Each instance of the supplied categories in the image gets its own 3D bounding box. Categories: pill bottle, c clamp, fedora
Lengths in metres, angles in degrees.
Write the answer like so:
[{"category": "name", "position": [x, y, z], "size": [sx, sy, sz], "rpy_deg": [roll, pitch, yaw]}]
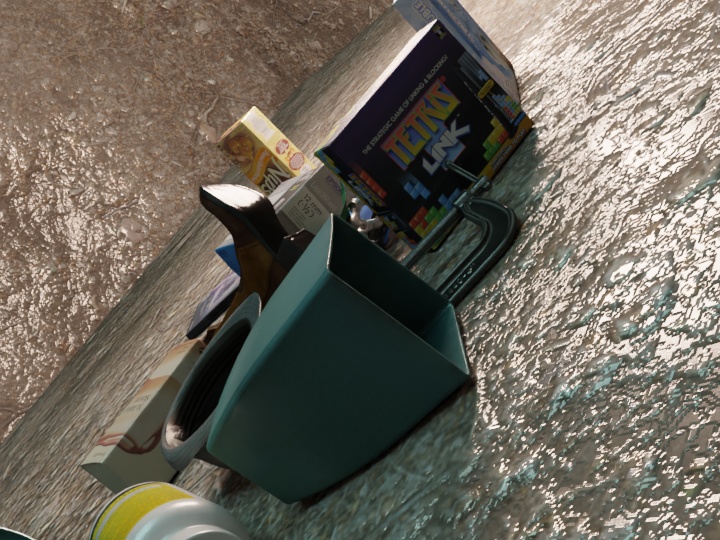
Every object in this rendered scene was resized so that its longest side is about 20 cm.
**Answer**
[{"category": "pill bottle", "position": [-0.151, 0.237, 0.730], "size": [0.111, 0.111, 0.200], "rpy_deg": [-53, 16, -22]}, {"category": "c clamp", "position": [0.076, -0.016, 0.894], "size": [0.200, 0.027, 0.171], "rpy_deg": [-49, 32, -7]}, {"category": "fedora", "position": [-0.122, 0.131, 0.933], "size": [0.200, 0.090, 0.177], "rpy_deg": [-53, 21, 14]}]

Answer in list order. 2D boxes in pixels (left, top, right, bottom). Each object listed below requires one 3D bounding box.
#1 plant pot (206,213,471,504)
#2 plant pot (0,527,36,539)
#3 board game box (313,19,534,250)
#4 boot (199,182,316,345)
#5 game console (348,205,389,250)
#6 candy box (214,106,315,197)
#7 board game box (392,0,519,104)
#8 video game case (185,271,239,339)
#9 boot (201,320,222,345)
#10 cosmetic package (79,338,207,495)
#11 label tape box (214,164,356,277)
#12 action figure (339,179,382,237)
[{"category": "plant pot", "position": [-0.031, 0.087, 0.760], "size": [0.200, 0.141, 0.141], "rpy_deg": [-50, 14, 17]}, {"category": "plant pot", "position": [-0.447, 0.398, 1.016], "size": [0.200, 0.200, 0.134], "rpy_deg": [-118, 45, -74]}, {"category": "board game box", "position": [0.074, -0.148, 0.999], "size": [0.200, 0.165, 0.057], "rpy_deg": [-52, 16, -16]}, {"category": "boot", "position": [-0.133, 0.019, 1.013], "size": [0.068, 0.188, 0.200], "rpy_deg": [-32, -30, -59]}, {"category": "game console", "position": [-0.039, -0.074, 1.181], "size": [0.200, 0.118, 0.171], "rpy_deg": [-156, 82, -73]}, {"category": "candy box", "position": [-0.172, -0.208, 1.730], "size": [0.115, 0.200, 0.055], "rpy_deg": [-26, 24, 52]}, {"category": "board game box", "position": [0.129, -0.312, 1.195], "size": [0.043, 0.200, 0.199], "rpy_deg": [-38, 18, 23]}, {"category": "video game case", "position": [-0.239, 0.031, 1.655], "size": [0.200, 0.019, 0.143], "rpy_deg": [-43, 16, 15]}, {"category": "boot", "position": [-0.163, 0.071, 1.247], "size": [0.200, 0.075, 0.097], "rpy_deg": [-25, 29, 57]}, {"category": "cosmetic package", "position": [-0.254, 0.194, 1.156], "size": [0.103, 0.087, 0.200], "rpy_deg": [-22, 28, 54]}, {"category": "label tape box", "position": [-0.077, -0.078, 1.128], "size": [0.200, 0.066, 0.143], "rpy_deg": [-50, 17, -21]}, {"category": "action figure", "position": [0.000, 0.000, 0.979], "size": [0.055, 0.118, 0.200], "rpy_deg": [-12, 43, 13]}]
